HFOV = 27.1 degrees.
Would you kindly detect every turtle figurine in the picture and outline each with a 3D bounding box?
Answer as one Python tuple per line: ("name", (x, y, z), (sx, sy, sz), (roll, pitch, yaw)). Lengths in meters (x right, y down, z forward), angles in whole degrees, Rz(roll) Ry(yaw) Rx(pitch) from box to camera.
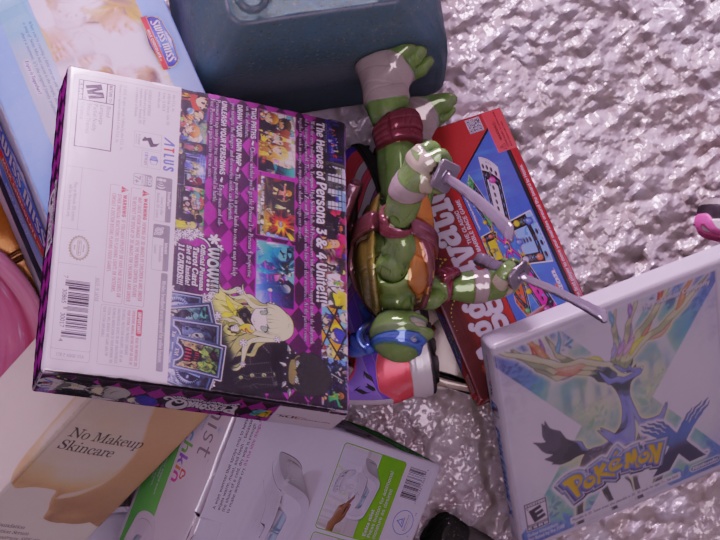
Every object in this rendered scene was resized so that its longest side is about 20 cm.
("turtle figurine", (0.065, -0.045, 0.953), (0.143, 0.200, 0.195), (14, 58, -36))

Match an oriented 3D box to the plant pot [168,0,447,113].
("plant pot", (-0.038, -0.214, 1.006), (0.194, 0.200, 0.198), (-9, 91, -5))

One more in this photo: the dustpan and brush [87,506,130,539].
("dustpan and brush", (-0.133, 0.209, 1.067), (0.199, 0.057, 0.140), (-32, 101, -29))

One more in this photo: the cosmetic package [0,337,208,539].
("cosmetic package", (-0.170, 0.089, 0.957), (0.200, 0.105, 0.071), (-46, 54, 22))

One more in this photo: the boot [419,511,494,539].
("boot", (0.072, 0.287, 1.086), (0.130, 0.068, 0.201), (30, 90, -9))

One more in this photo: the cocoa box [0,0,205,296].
("cocoa box", (-0.175, -0.087, 0.993), (0.133, 0.131, 0.201), (-20, 75, -21))

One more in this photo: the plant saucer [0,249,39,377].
("plant saucer", (-0.308, 0.056, 0.998), (0.199, 0.051, 0.202), (-6, 110, -18))

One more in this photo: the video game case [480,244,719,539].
("video game case", (0.188, 0.090, 1.055), (0.199, 0.022, 0.183), (-20, 122, -13))

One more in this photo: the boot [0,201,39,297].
("boot", (-0.263, -0.046, 1.061), (0.144, 0.071, 0.201), (-43, 99, -8))

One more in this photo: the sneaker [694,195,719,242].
("sneaker", (0.333, -0.074, 1.099), (0.199, 0.074, 0.088), (-13, 92, -9))

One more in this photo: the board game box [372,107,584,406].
("board game box", (0.091, -0.013, 1.070), (0.102, 0.019, 0.201), (-19, 74, -13))

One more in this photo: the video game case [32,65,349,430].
("video game case", (-0.095, -0.014, 0.885), (0.180, 0.036, 0.201), (9, 61, -20))

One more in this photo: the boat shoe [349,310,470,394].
("boat shoe", (0.049, 0.052, 1.083), (0.199, 0.063, 0.072), (17, 91, -3))

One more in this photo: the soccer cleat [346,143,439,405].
("soccer cleat", (0.000, 0.000, 1.042), (0.073, 0.068, 0.201), (-12, 63, -3))

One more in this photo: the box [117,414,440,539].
("box", (-0.067, 0.192, 1.022), (0.176, 0.097, 0.201), (21, 89, -33))
